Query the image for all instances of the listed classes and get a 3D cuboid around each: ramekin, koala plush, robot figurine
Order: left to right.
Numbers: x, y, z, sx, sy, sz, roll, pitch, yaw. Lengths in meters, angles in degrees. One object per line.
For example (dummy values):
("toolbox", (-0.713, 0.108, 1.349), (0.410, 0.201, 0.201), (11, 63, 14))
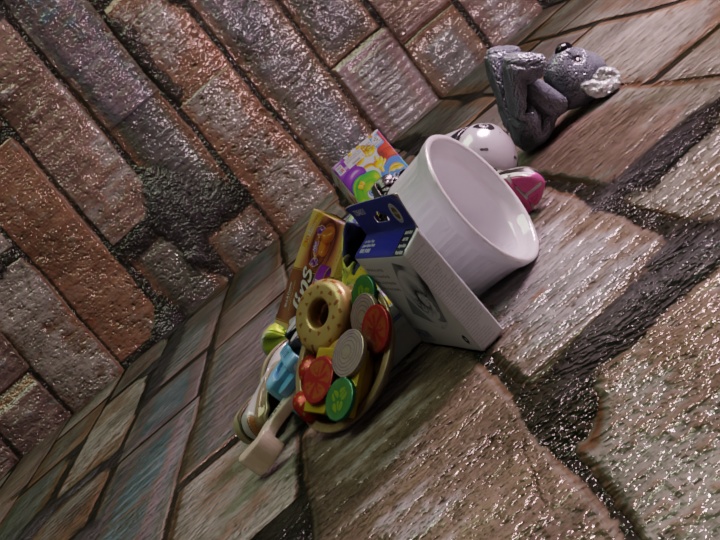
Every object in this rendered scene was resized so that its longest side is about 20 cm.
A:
("ramekin", (0.124, -0.063, 1.233), (0.098, 0.200, 0.201), (-43, 8, 29))
("robot figurine", (0.181, -0.184, 1.682), (0.150, 0.125, 0.199), (-44, 17, -29))
("koala plush", (0.344, -0.322, 1.703), (0.197, 0.186, 0.178), (-19, 19, -3))

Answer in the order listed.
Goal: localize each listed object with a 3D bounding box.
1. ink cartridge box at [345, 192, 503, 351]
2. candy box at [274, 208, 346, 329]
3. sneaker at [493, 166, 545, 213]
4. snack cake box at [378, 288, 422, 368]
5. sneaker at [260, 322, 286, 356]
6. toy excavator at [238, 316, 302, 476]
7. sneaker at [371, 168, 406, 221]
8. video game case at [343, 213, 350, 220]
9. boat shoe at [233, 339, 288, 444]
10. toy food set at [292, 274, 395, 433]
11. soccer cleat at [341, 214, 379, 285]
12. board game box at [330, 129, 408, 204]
("ink cartridge box", (0.059, 0.005, 1.150), (0.041, 0.201, 0.199), (-41, 10, -13))
("candy box", (-0.061, 0.015, 1.572), (0.116, 0.056, 0.202), (31, 102, 50))
("sneaker", (0.215, -0.120, 1.458), (0.088, 0.074, 0.200), (-53, 10, -28))
("snack cake box", (0.037, 0.064, 1.354), (0.115, 0.067, 0.200), (-43, 11, -8))
("sneaker", (-0.082, 0.082, 1.694), (0.198, 0.076, 0.105), (-27, 1, 12))
("toy excavator", (-0.093, 0.175, 1.348), (0.201, 0.099, 0.194), (-54, 10, 0))
("sneaker", (0.050, -0.087, 1.432), (0.070, 0.099, 0.201), (-46, 5, 38))
("video game case", (-0.039, -0.054, 1.769), (0.180, 0.026, 0.200), (-40, 13, 11))
("boat shoe", (-0.115, 0.174, 1.453), (0.068, 0.075, 0.201), (-26, 26, 39))
("toy food set", (-0.026, 0.104, 1.224), (0.197, 0.048, 0.203), (-5, 67, 52))
("soccer cleat", (-0.010, 0.008, 1.467), (0.064, 0.203, 0.084), (14, 19, 23))
("board game box", (0.055, -0.112, 1.595), (0.103, 0.201, 0.105), (-40, -7, -3))
